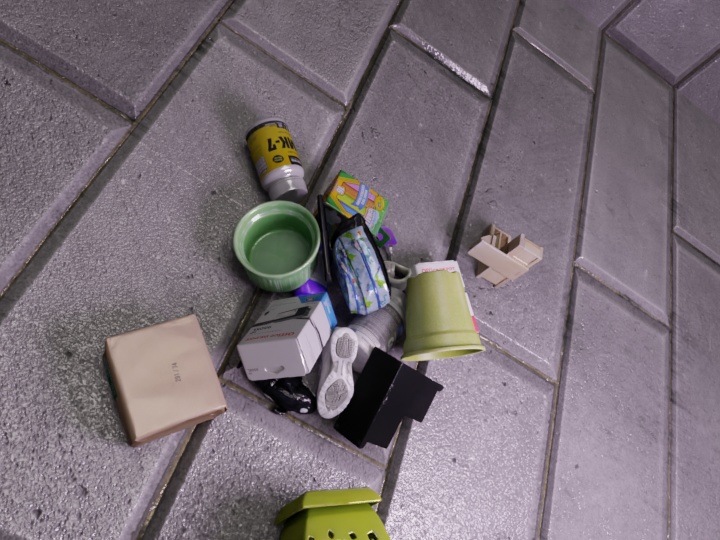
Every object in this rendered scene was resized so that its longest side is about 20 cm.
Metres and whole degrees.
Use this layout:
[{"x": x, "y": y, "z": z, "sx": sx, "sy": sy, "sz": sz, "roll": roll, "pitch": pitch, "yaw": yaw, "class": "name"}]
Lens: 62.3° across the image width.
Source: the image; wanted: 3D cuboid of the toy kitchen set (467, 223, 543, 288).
[{"x": 0.391, "y": -0.092, "z": 1.679, "sx": 0.161, "sy": 0.200, "sz": 0.183, "roll": 27, "pitch": 56, "yaw": -14, "class": "toy kitchen set"}]

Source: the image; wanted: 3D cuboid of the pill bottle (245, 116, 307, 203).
[{"x": -0.207, "y": -0.268, "z": 1.489, "sx": 0.112, "sy": 0.114, "sz": 0.204, "roll": -12, "pitch": 73, "yaw": -33, "class": "pill bottle"}]

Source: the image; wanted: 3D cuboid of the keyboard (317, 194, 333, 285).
[{"x": -0.083, "y": -0.065, "z": 1.381, "sx": 0.020, "sy": 0.127, "sz": 0.205, "roll": -7, "pitch": 72, "yaw": 2, "class": "keyboard"}]

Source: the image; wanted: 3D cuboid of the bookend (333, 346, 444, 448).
[{"x": 0.069, "y": 0.307, "z": 1.350, "sx": 0.199, "sy": 0.091, "sz": 0.202, "roll": 33, "pitch": 82, "yaw": -47, "class": "bookend"}]

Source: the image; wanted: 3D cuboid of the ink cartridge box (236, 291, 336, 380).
[{"x": -0.149, "y": 0.134, "z": 1.248, "sx": 0.201, "sy": 0.141, "sz": 0.086, "roll": -61, "pitch": 137, "yaw": -62, "class": "ink cartridge box"}]

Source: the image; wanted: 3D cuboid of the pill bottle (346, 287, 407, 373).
[{"x": 0.039, "y": 0.138, "z": 1.422, "sx": 0.114, "sy": 0.114, "sz": 0.200, "roll": 45, "pitch": 54, "yaw": -1, "class": "pill bottle"}]

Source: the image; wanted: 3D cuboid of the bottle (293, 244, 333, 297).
[{"x": -0.118, "y": 0.034, "z": 1.417, "sx": 0.082, "sy": 0.065, "sz": 0.204, "roll": 22, "pitch": 57, "yaw": -16, "class": "bottle"}]

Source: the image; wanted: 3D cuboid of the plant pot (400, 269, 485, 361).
[{"x": 0.181, "y": 0.103, "z": 1.384, "sx": 0.196, "sy": 0.200, "sz": 0.189, "roll": 2, "pitch": 75, "yaw": -28, "class": "plant pot"}]

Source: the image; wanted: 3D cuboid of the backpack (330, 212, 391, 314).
[{"x": 0.000, "y": 0.000, "z": 1.378, "sx": 0.152, "sy": 0.164, "sz": 0.202, "roll": -34, "pitch": 78, "yaw": -14, "class": "backpack"}]

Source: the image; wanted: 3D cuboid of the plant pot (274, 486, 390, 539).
[{"x": -0.056, "y": 0.524, "z": 1.132, "sx": 0.195, "sy": 0.200, "sz": 0.185, "roll": 6, "pitch": 57, "yaw": -25, "class": "plant pot"}]

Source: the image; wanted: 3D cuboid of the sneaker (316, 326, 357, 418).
[{"x": -0.055, "y": 0.222, "z": 1.318, "sx": 0.076, "sy": 0.099, "sz": 0.205, "roll": 14, "pitch": 90, "yaw": -17, "class": "sneaker"}]

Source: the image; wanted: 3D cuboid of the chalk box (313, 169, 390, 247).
[{"x": -0.011, "y": -0.133, "z": 1.525, "sx": 0.198, "sy": 0.125, "sz": 0.126, "roll": 32, "pitch": 55, "yaw": -13, "class": "chalk box"}]

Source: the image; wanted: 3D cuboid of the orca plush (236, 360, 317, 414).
[{"x": -0.167, "y": 0.235, "z": 1.286, "sx": 0.201, "sy": 0.071, "sz": 0.105, "roll": 48, "pitch": 53, "yaw": 0, "class": "orca plush"}]

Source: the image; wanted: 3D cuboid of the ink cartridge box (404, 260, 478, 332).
[{"x": 0.206, "y": 0.087, "z": 1.559, "sx": 0.142, "sy": 0.084, "sz": 0.205, "roll": -5, "pitch": 70, "yaw": -31, "class": "ink cartridge box"}]

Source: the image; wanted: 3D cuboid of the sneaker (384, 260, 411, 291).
[{"x": 0.037, "y": -0.004, "z": 1.496, "sx": 0.195, "sy": 0.100, "sz": 0.077, "roll": 11, "pitch": 66, "yaw": -14, "class": "sneaker"}]

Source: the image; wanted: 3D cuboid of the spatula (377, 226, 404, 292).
[{"x": 0.084, "y": -0.027, "z": 1.585, "sx": 0.055, "sy": 0.020, "sz": 0.205, "roll": -5, "pitch": 73, "yaw": -31, "class": "spatula"}]

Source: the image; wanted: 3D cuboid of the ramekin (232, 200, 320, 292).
[{"x": -0.187, "y": -0.050, "z": 1.364, "sx": 0.194, "sy": 0.098, "sz": 0.204, "roll": 0, "pitch": 60, "yaw": 0, "class": "ramekin"}]

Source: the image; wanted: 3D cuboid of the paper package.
[{"x": -0.383, "y": 0.213, "z": 1.158, "sx": 0.187, "sy": 0.103, "sz": 0.204, "roll": -14, "pitch": 74, "yaw": -34, "class": "paper package"}]
